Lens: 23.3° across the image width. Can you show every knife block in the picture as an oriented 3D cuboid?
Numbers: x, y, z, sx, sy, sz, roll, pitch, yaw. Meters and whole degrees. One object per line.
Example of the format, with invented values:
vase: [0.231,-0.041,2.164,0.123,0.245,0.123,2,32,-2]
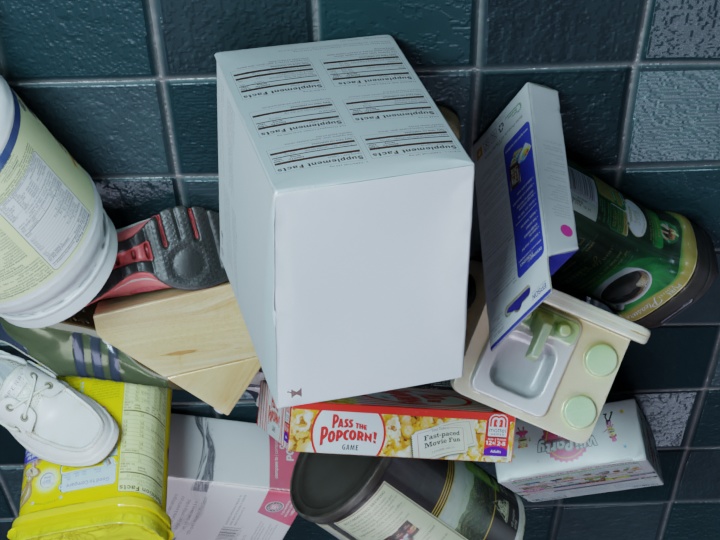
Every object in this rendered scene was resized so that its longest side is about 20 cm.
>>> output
knife block: [-0.111,0.027,1.540,0.200,0.064,0.176,32,94,-9]

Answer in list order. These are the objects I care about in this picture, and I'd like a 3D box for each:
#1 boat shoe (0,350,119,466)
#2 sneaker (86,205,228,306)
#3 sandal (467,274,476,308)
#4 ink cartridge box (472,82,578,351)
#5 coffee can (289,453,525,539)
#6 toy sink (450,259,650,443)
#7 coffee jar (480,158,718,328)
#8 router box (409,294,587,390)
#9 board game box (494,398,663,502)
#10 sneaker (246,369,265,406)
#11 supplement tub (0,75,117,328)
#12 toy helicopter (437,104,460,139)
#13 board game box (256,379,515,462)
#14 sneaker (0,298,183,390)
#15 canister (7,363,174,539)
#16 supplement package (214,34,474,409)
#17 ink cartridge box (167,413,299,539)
boat shoe: [-0.314,0.121,1.630,0.200,0.071,0.069,22,158,29]
sneaker: [-0.193,-0.016,1.526,0.200,0.074,0.087,-9,-174,-9]
sandal: [0.000,0.000,1.434,0.200,0.075,0.045,4,129,27]
ink cartridge box: [0.128,-0.041,1.367,0.037,0.200,0.095,15,143,-21]
coffee can: [0.049,0.235,1.777,0.146,0.147,0.200,-30,125,35]
toy sink: [0.148,0.070,1.500,0.130,0.112,0.200,22,180,-8]
coffee jar: [0.207,-0.023,1.495,0.200,0.085,0.104,24,135,-30]
router box: [0.105,0.078,1.667,0.200,0.051,0.149,4,143,-8]
board game box: [0.221,0.186,1.764,0.147,0.064,0.200,-10,165,11]
sneaker: [-0.086,0.062,1.621,0.130,0.080,0.199,-35,126,29]
supplement tub: [-0.293,-0.056,1.380,0.145,0.145,0.200,-14,143,18]
toy helicopter: [0.029,-0.061,1.467,0.132,0.079,0.200,14,133,-6]
board game box: [0.020,0.134,1.555,0.200,0.046,0.151,4,-177,-14]
sneaker: [-0.248,0.069,1.633,0.200,0.067,0.090,25,138,-24]
canister: [-0.251,0.176,1.666,0.148,0.200,0.087,-12,144,16]
supplement package: [-0.017,-0.041,1.297,0.147,0.200,0.191,-8,126,-13]
ink cartridge box: [-0.167,0.222,1.837,0.200,0.083,0.147,9,144,-15]
